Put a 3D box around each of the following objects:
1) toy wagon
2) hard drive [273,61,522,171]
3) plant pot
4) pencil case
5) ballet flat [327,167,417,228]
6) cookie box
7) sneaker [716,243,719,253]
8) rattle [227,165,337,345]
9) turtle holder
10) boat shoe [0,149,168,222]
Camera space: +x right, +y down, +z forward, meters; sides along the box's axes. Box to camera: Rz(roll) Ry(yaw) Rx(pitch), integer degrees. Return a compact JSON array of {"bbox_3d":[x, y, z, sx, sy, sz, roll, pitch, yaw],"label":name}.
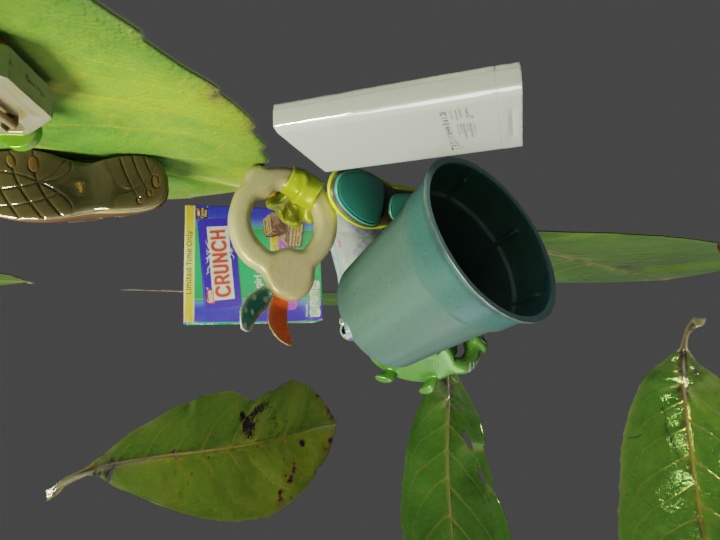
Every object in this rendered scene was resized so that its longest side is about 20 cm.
[{"bbox_3d":[-0.323,-0.126,0.359,0.197,0.040,0.155,0,172,-6],"label":"toy wagon"},{"bbox_3d":[0.041,-0.128,0.479,0.198,0.027,0.132,-5,172,16],"label":"hard drive"},{"bbox_3d":[0.084,0.009,0.632,0.199,0.202,0.196,5,148,-42],"label":"plant pot"},{"bbox_3d":[0.000,0.000,0.775,0.090,0.202,0.083,-5,165,-14],"label":"pencil case"},{"bbox_3d":[0.015,-0.085,0.677,0.067,0.068,0.199,10,-177,42],"label":"ballet flat"},{"bbox_3d":[-0.162,-0.005,0.810,0.198,0.173,0.075,0,170,-17],"label":"cookie box"},{"bbox_3d":[0.890,-0.043,1.258,0.199,0.074,0.077,0,151,-47],"label":"sneaker"},{"bbox_3d":[-0.104,-0.012,0.643,0.129,0.203,0.142,3,171,-34],"label":"rattle"},{"bbox_3d":[0.106,0.109,0.898,0.184,0.132,0.142,-10,127,28],"label":"turtle holder"},{"bbox_3d":[-0.305,-0.081,0.570,0.198,0.073,0.068,-2,171,-16],"label":"boat shoe"}]
